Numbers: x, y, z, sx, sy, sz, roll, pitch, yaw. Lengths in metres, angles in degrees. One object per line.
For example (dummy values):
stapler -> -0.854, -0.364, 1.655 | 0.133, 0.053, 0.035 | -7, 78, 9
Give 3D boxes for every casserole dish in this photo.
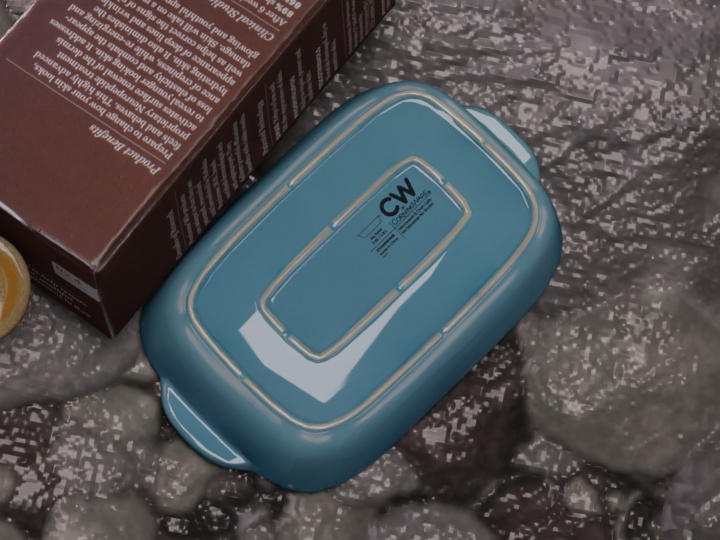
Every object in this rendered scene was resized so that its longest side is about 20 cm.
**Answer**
casserole dish -> 0.000, 0.000, 1.167 | 0.121, 0.039, 0.200 | 44, 70, 7

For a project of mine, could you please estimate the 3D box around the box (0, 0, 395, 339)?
box -> -0.081, -0.082, 1.155 | 0.100, 0.075, 0.200 | 34, 69, 17

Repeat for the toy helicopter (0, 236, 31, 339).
toy helicopter -> -0.216, 0.051, 1.094 | 0.200, 0.079, 0.132 | -27, 94, -9
